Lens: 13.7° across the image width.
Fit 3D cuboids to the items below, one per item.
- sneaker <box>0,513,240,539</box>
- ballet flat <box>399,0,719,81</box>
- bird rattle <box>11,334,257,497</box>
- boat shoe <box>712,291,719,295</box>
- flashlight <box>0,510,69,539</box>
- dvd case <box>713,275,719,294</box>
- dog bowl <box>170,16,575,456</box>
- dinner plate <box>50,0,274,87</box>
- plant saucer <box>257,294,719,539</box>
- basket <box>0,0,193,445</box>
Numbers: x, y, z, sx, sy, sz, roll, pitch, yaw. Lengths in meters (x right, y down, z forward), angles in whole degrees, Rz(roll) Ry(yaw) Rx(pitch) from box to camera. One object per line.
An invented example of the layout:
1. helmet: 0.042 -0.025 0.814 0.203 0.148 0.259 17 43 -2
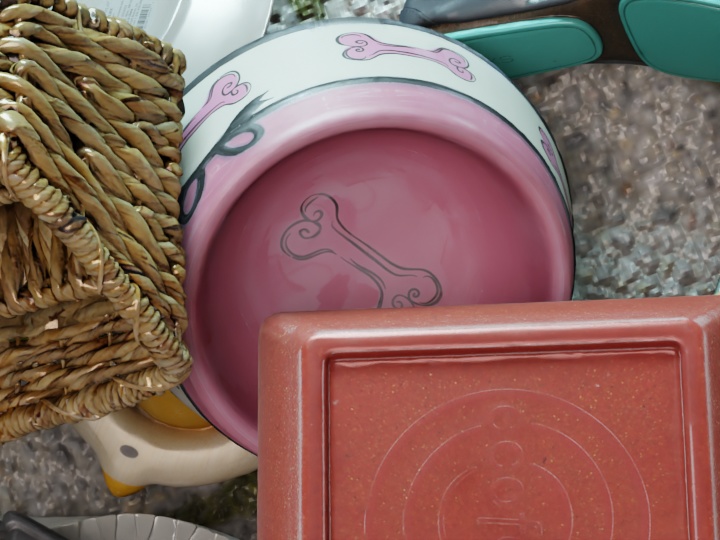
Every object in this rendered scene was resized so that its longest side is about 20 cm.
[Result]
1. sneaker: -0.130 0.137 1.338 0.199 0.081 0.077 4 96 -5
2. ballet flat: 0.112 -0.118 1.271 0.199 0.073 0.073 -1 90 21
3. bird rattle: -0.076 0.012 1.327 0.200 0.113 0.163 -20 96 2
4. boat shoe: 0.217 0.059 1.192 0.068 0.072 0.200 -38 52 -6
5. flashlight: -0.085 0.178 1.282 0.200 0.068 0.068 32 58 -19
6. dvd case: 0.230 -0.008 1.260 0.146 0.022 0.201 21 95 15
7. dog bowl: 0.000 0.000 1.248 0.199 0.074 0.201 -4 112 -10
8. dinner plate: -0.130 -0.111 1.311 0.200 0.024 0.201 -12 58 20
9. plant saucer: 0.057 0.101 1.149 0.199 0.037 0.200 -2 69 4
10. basket: -0.179 -0.015 1.191 0.200 0.143 0.149 -15 67 35
